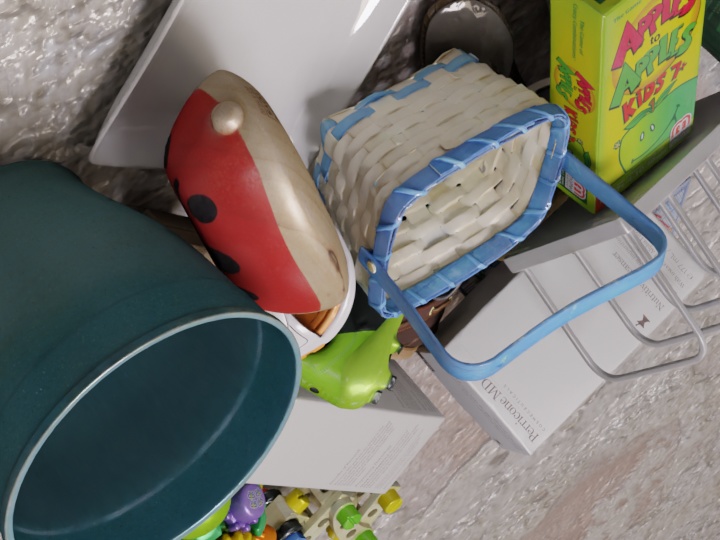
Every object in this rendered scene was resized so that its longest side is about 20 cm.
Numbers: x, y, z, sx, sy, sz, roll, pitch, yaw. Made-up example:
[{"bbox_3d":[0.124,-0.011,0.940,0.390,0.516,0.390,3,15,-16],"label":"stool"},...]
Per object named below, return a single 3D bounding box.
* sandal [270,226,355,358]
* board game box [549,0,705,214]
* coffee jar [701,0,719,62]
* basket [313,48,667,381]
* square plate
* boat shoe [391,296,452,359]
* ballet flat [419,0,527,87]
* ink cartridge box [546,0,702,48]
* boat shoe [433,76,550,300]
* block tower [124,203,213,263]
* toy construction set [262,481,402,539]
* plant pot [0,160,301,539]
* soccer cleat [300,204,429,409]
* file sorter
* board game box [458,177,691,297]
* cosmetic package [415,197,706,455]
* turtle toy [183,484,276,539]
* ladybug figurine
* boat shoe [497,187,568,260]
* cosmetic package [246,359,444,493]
[{"bbox_3d":[-0.091,0.041,1.363,0.206,0.080,0.059,-34,164,25],"label":"sandal"},{"bbox_3d":[0.174,-0.138,1.366,0.101,0.048,0.201,-38,150,-21],"label":"board game box"},{"bbox_3d":[0.316,-0.132,1.401,0.085,0.200,0.104,-50,150,12],"label":"coffee jar"},{"bbox_3d":[0.077,-0.036,1.347,0.176,0.200,0.140,-27,145,-24],"label":"basket"},{"bbox_3d":[-0.058,-0.145,1.270,0.199,0.028,0.199,1,128,-51],"label":"square plate"},{"bbox_3d":[-0.001,0.023,1.510,0.070,0.070,0.200,-49,159,22],"label":"boat shoe"},{"bbox_3d":[0.086,-0.136,1.450,0.067,0.047,0.200,-25,146,10],"label":"ballet flat"},{"bbox_3d":[0.197,-0.228,1.420,0.146,0.084,0.200,-39,151,-8],"label":"ink cartridge box"},{"bbox_3d":[0.102,-0.055,1.471,0.072,0.063,0.200,17,130,-38],"label":"boat shoe"},{"bbox_3d":[-0.168,0.047,1.348,0.058,0.054,0.200,11,120,-54],"label":"block tower"},{"bbox_3d":[-0.055,0.232,1.693,0.201,0.092,0.131,-59,149,3],"label":"toy construction set"},{"bbox_3d":[-0.169,0.044,1.209,0.199,0.188,0.201,-31,148,-23],"label":"plant pot"},{"bbox_3d":[0.000,0.000,1.428,0.068,0.081,0.201,130,-21,-55],"label":"soccer cleat"},{"bbox_3d":[0.234,-0.028,1.495,0.200,0.125,0.139,-40,-170,-31],"label":"file sorter"},{"bbox_3d":[0.196,-0.004,1.724,0.200,0.062,0.200,-44,150,1],"label":"board game box"},{"bbox_3d":[0.151,0.033,1.593,0.200,0.113,0.081,-46,-170,-11],"label":"cosmetic package"},{"bbox_3d":[-0.126,0.180,1.517,0.145,0.101,0.200,-36,149,-15],"label":"turtle toy"},{"bbox_3d":[-0.066,-0.039,1.235,0.072,0.136,0.200,-30,148,-4],"label":"ladybug figurine"},{"bbox_3d":[0.148,-0.096,1.567,0.201,0.063,0.073,-48,146,-7],"label":"boat shoe"},{"bbox_3d":[-0.042,0.094,1.510,0.085,0.108,0.199,-52,148,18],"label":"cosmetic package"}]
